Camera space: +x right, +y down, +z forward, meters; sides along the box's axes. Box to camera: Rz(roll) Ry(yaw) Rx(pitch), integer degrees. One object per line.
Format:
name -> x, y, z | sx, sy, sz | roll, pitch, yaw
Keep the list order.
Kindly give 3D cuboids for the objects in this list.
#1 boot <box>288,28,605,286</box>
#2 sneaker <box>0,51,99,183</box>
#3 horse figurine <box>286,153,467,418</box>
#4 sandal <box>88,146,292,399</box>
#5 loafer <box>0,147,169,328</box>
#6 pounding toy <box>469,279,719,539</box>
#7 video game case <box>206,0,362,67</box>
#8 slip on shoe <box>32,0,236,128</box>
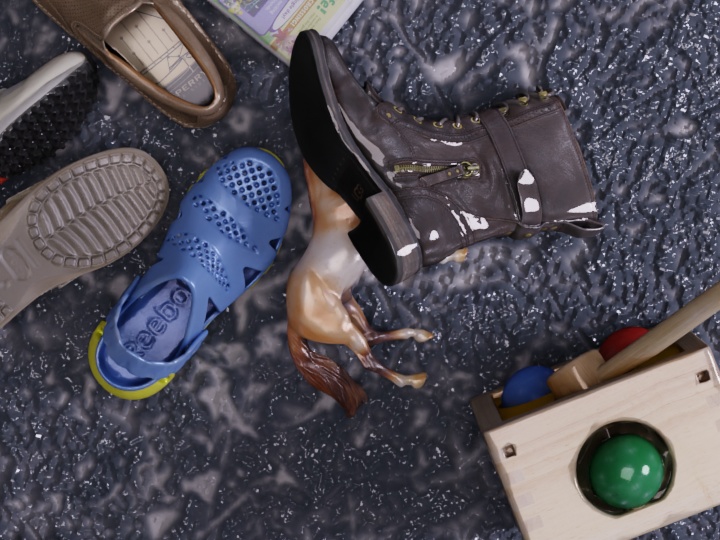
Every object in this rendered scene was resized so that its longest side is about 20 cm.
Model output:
boot -> 0.058, -0.090, 1.726 | 0.174, 0.069, 0.200 | -21, 81, -24
sneaker -> -0.271, -0.094, 1.728 | 0.200, 0.070, 0.093 | -44, 68, -9
horse figurine -> 0.000, 0.000, 1.752 | 0.132, 0.050, 0.200 | 20, 92, -8
sandal -> -0.113, 0.006, 1.733 | 0.079, 0.087, 0.200 | 32, 92, -2
loafer -> -0.222, -0.019, 1.739 | 0.200, 0.068, 0.076 | -33, 106, -14
pounding toy -> 0.172, 0.092, 1.687 | 0.184, 0.200, 0.142 | -21, 95, 1
video game case -> -0.048, -0.266, 1.738 | 0.182, 0.022, 0.200 | 39, 91, -4
slip on shoe -> -0.164, -0.174, 1.727 | 0.076, 0.061, 0.200 | -42, 95, 3
